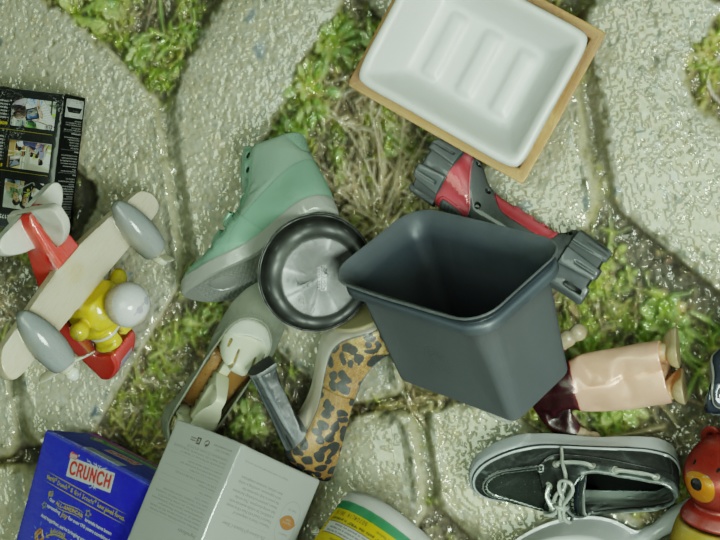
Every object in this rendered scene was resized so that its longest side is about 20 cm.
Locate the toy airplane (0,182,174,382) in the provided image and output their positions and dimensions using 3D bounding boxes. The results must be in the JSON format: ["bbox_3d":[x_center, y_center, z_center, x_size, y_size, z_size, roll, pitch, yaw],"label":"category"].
[{"bbox_3d":[-0.270,0.012,1.362,0.140,0.199,0.202,13,91,26],"label":"toy airplane"}]

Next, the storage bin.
[{"bbox_3d":[0.099,0.039,1.257,0.199,0.145,0.135,17,137,47],"label":"storage bin"}]

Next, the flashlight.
[{"bbox_3d":[0.144,-0.052,1.313,0.199,0.068,0.068,32,113,10],"label":"flashlight"}]

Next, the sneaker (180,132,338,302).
[{"bbox_3d":[-0.111,-0.055,1.391,0.200,0.073,0.119,-34,57,27],"label":"sneaker"}]

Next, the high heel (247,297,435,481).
[{"bbox_3d":[0.003,0.116,1.367,0.199,0.071,0.144,-26,111,-2],"label":"high heel"}]

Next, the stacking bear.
[{"bbox_3d":[0.318,0.241,1.213,0.121,0.113,0.202,22,113,58],"label":"stacking bear"}]

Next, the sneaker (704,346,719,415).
[{"bbox_3d":[0.386,0.135,1.222,0.145,0.077,0.204,-18,75,4],"label":"sneaker"}]

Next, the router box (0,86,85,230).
[{"bbox_3d":[-0.400,-0.124,1.477,0.198,0.051,0.151,9,94,16],"label":"router box"}]

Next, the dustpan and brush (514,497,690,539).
[{"bbox_3d":[0.241,0.271,1.289,0.199,0.057,0.140,-36,91,19],"label":"dustpan and brush"}]

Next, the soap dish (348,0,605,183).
[{"bbox_3d":[0.111,-0.197,1.313,0.199,0.081,0.158,31,97,15],"label":"soap dish"}]

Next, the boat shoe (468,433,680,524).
[{"bbox_3d":[0.196,0.200,1.280,0.197,0.068,0.074,0,123,11],"label":"boat shoe"}]

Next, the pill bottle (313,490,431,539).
[{"bbox_3d":[-0.022,0.318,1.291,0.112,0.113,0.201,31,71,14],"label":"pill bottle"}]

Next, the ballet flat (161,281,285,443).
[{"bbox_3d":[-0.131,0.104,1.385,0.067,0.064,0.201,30,102,-21],"label":"ballet flat"}]

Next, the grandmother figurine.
[{"bbox_3d":[0.203,0.109,1.296,0.198,0.061,0.123,-8,93,19],"label":"grandmother figurine"}]

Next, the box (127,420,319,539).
[{"bbox_3d":[-0.144,0.264,1.315,0.097,0.124,0.202,13,76,42],"label":"box"}]

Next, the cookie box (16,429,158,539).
[{"bbox_3d":[-0.266,0.283,1.392,0.170,0.075,0.202,19,94,38],"label":"cookie box"}]

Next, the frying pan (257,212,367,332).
[{"bbox_3d":[-0.007,0.016,1.323,0.188,0.031,0.116,20,96,-16],"label":"frying pan"}]
